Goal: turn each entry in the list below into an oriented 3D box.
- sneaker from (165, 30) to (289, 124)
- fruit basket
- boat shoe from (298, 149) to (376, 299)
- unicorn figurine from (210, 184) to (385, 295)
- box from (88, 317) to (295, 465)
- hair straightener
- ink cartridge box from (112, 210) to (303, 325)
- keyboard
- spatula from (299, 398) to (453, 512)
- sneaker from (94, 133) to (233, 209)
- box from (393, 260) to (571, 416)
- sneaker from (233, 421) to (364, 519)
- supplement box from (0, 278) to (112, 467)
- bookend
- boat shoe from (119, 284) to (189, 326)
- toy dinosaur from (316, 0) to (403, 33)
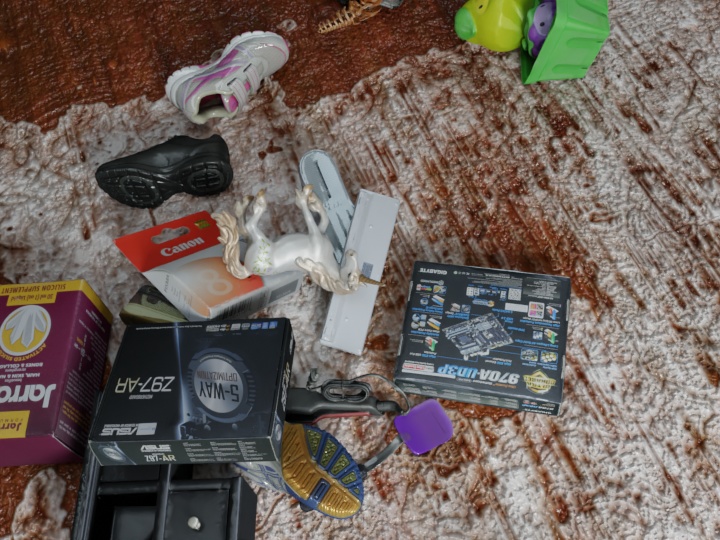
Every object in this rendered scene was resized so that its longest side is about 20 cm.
[{"bbox_3d":[-0.189,-0.279,1.182,0.197,0.082,0.089,-30,61,1],"label":"sneaker"},{"bbox_3d":[0.242,-0.380,1.140,0.210,0.156,0.220,5,61,-9],"label":"fruit basket"},{"bbox_3d":[-0.028,-0.058,1.034,0.072,0.067,0.205,-15,81,-7],"label":"boat shoe"},{"bbox_3d":[-0.074,-0.032,0.961,0.195,0.074,0.141,-9,84,3],"label":"unicorn figurine"},{"bbox_3d":[-0.176,0.129,0.859,0.195,0.044,0.162,-3,44,7],"label":"box"},{"bbox_3d":[-0.040,0.149,0.909,0.195,0.078,0.042,1,48,10],"label":"hair straightener"},{"bbox_3d":[-0.192,-0.019,1.005,0.199,0.051,0.161,41,41,23],"label":"ink cartridge box"},{"bbox_3d":[0.000,0.000,0.989,0.055,0.011,0.205,16,81,-8],"label":"keyboard"},{"bbox_3d":[0.017,0.215,0.896,0.198,0.021,0.057,-32,55,-9],"label":"spatula"},{"bbox_3d":[-0.278,-0.147,1.128,0.195,0.077,0.092,-5,50,-2],"label":"sneaker"},{"bbox_3d":[0.147,0.077,0.941,0.195,0.046,0.162,6,62,12],"label":"box"},{"bbox_3d":[-0.080,0.213,0.880,0.198,0.089,0.075,32,51,19],"label":"sneaker"},{"bbox_3d":[-0.393,0.124,0.964,0.127,0.104,0.204,-4,60,5],"label":"supplement box"},{"bbox_3d":[-0.201,0.241,0.874,0.195,0.093,0.203,-3,60,6],"label":"bookend"},{"bbox_3d":[-0.204,0.060,0.989,0.196,0.072,0.067,12,61,14],"label":"boat shoe"},{"bbox_3d":[0.000,-0.449,1.242,0.135,0.103,0.200,38,49,8],"label":"toy dinosaur"}]
